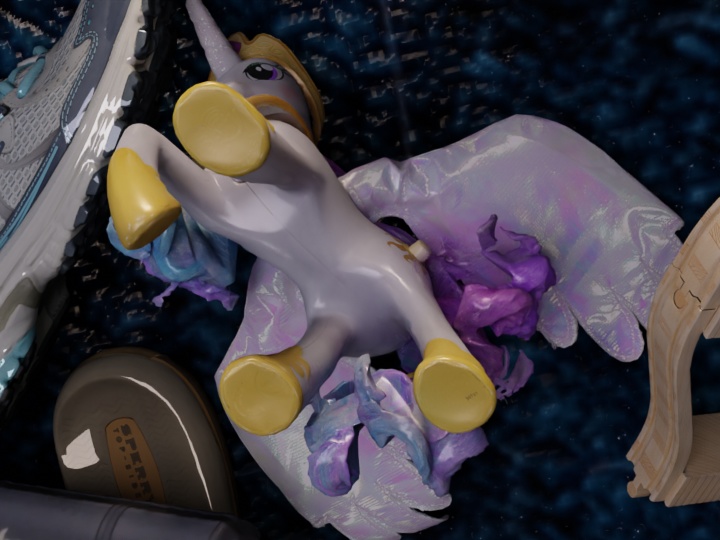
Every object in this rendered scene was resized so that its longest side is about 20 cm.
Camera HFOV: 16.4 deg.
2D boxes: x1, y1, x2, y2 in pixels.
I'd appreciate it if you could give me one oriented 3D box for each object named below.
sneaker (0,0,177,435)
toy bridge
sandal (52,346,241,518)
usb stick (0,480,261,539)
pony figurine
[{"bbox_3d":[-0.130,-0.027,0.852,0.086,0.078,0.200,28,108,-1],"label":"sneaker"},{"bbox_3d":[0.124,0.005,0.753,0.027,0.067,0.200,62,141,35],"label":"toy bridge"},{"bbox_3d":[-0.062,0.124,0.873,0.080,0.054,0.200,-22,90,19],"label":"sandal"},{"bbox_3d":[-0.110,0.102,0.861,0.200,0.033,0.055,4,92,41],"label":"usb stick"},{"bbox_3d":[0.000,0.000,0.786,0.167,0.200,0.193,-40,100,12],"label":"pony figurine"}]
